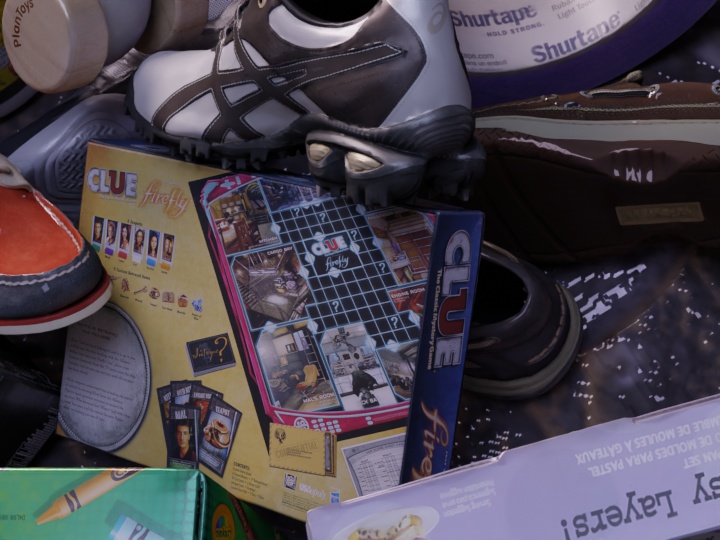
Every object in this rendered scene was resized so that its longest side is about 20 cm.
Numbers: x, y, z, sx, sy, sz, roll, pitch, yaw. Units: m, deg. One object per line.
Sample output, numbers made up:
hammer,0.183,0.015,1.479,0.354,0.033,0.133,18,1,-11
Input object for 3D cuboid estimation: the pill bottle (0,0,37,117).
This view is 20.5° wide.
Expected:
pill bottle,-0.222,-0.162,0.949,0.110,0.200,0.112,-6,64,13

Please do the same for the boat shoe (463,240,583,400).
boat shoe,0.000,0.000,0.879,0.198,0.073,0.075,8,67,20

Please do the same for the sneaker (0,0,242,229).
sneaker,-0.102,-0.098,0.960,0.199,0.076,0.114,-25,56,1

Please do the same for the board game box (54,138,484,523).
board game box,-0.044,0.026,0.837,0.199,0.034,0.137,14,100,39

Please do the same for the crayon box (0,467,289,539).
crayon box,-0.140,0.124,0.831,0.198,0.119,0.059,-1,70,16

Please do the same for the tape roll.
tape roll,0.067,-0.159,0.864,0.198,0.200,0.086,-20,62,6

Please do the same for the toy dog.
toy dog,-0.146,-0.166,0.887,0.096,0.131,0.202,-19,71,40

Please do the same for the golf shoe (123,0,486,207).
golf shoe,-0.025,-0.086,0.807,0.199,0.077,0.096,14,111,45

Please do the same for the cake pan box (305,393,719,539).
cake pan box,0.098,0.109,0.735,0.198,0.184,0.053,-16,65,7

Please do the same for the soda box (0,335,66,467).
soda box,-0.209,0.043,0.843,0.071,0.200,0.064,38,93,28

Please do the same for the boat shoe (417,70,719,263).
boat shoe,0.113,-0.050,0.882,0.200,0.075,0.075,4,42,19

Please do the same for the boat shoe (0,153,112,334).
boat shoe,-0.182,-0.033,0.877,0.071,0.063,0.199,-26,38,-34
